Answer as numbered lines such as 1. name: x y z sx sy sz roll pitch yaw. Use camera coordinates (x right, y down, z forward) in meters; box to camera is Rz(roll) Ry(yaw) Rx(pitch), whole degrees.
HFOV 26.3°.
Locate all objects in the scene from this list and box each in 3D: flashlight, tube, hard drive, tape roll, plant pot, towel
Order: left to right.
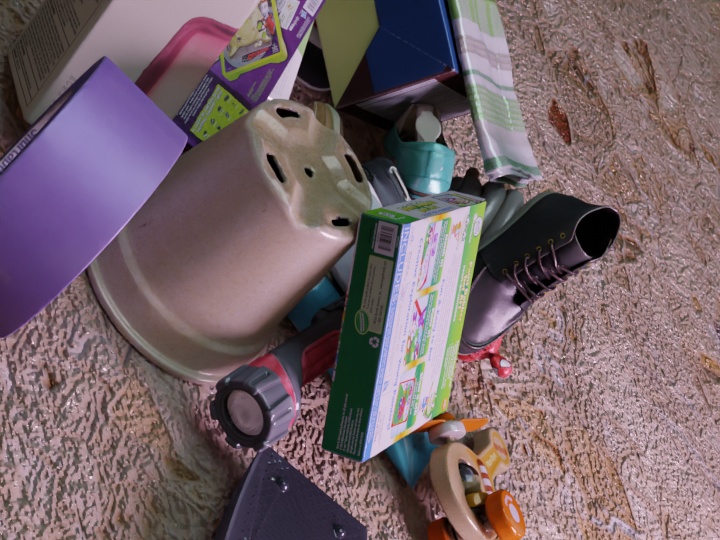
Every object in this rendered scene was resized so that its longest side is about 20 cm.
1. tape roll: -0.222 -0.053 1.109 0.085 0.200 0.201 44 34 -14
2. plant pot: -0.096 -0.036 1.269 0.200 0.183 0.202 32 39 -30
3. hard drive: -0.063 0.243 1.187 0.135 0.042 0.201 42 34 -20
4. flashlight: -0.041 0.082 1.285 0.199 0.067 0.068 -29 113 -50
5. tube: 0.004 0.099 1.407 0.201 0.050 0.077 55 39 -9
6. towel: 0.136 -0.187 1.565 0.149 0.030 0.202 2 76 -71

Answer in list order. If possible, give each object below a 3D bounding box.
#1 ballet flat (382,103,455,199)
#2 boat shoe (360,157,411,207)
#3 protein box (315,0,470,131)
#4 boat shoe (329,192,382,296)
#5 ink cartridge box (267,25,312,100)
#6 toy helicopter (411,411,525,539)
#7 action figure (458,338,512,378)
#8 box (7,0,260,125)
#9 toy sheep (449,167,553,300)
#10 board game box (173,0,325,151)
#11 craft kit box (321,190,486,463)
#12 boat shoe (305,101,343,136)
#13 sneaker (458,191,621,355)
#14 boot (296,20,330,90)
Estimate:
1. ballet flat: 0.064 -0.130 1.561 0.067 0.071 0.200 11 18 -9
2. boat shoe: 0.043 -0.012 1.486 0.060 0.075 0.202 -28 103 -32
3. protein box: 0.048 -0.266 1.619 0.200 0.134 0.201 10 67 -69
4. boat shoe: 0.000 0.000 1.430 0.072 0.068 0.201 -39 115 -23
5. ink cartridge box: -0.145 -0.243 1.455 0.199 0.067 0.118 25 79 -39
6. toy helicopter: 0.101 0.182 1.432 0.133 0.078 0.200 61 19 -1
7. action figure: 0.084 0.033 1.550 0.200 0.065 0.052 47 11 -10
8. box: -0.186 -0.203 1.264 0.108 0.200 0.128 29 20 -34
9. toy sheep: 0.123 -0.037 1.608 0.199 0.138 0.138 34 35 -4
10. board game box: -0.123 -0.206 1.416 0.120 0.032 0.201 42 71 -39
11. craft kit box: 0.040 0.041 1.306 0.048 0.202 0.197 15 13 24
12. boat shoe: -0.066 -0.099 1.477 0.076 0.072 0.201 26 41 -19
13. sneaker: 0.161 0.001 1.494 0.075 0.106 0.200 45 74 -22
14. boot: -0.090 -0.296 1.621 0.200 0.072 0.145 38 35 -38
